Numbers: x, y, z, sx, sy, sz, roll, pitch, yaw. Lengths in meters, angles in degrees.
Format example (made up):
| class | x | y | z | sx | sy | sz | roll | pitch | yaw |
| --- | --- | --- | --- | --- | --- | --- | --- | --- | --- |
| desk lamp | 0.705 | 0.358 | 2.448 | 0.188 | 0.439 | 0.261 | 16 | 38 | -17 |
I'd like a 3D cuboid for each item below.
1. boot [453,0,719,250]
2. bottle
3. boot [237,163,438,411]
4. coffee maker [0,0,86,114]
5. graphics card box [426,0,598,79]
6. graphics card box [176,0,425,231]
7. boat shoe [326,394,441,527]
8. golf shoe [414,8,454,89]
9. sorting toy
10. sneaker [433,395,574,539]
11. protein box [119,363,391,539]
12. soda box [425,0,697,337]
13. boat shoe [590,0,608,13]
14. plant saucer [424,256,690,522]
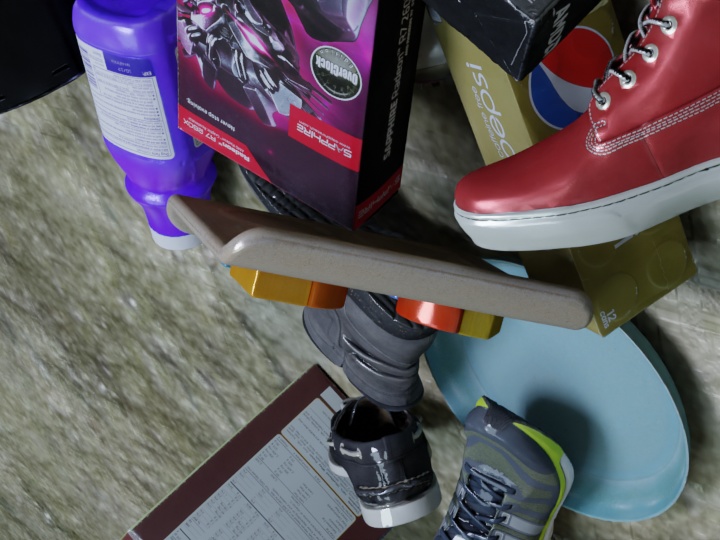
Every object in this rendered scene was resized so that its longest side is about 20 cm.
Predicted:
| class | x | y | z | sx | sy | sz | roll | pitch | yaw |
| --- | --- | --- | --- | --- | --- | --- | --- | --- | --- |
| boot | 0.119 | -0.095 | 0.628 | 0.199 | 0.072 | 0.145 | -18 | 114 | 15 |
| bottle | -0.139 | -0.103 | 1.003 | 0.083 | 0.065 | 0.200 | 23 | 140 | 30 |
| boot | -0.025 | -0.004 | 0.947 | 0.200 | 0.070 | 0.132 | 55 | 155 | 20 |
| coffee maker | -0.261 | -0.196 | 0.943 | 0.134 | 0.193 | 0.200 | -8 | 142 | 6 |
| graphics card box | 0.079 | -0.179 | 0.518 | 0.125 | 0.200 | 0.051 | 42 | 166 | 10 |
| graphics card box | -0.031 | -0.126 | 0.725 | 0.125 | 0.051 | 0.200 | 32 | 141 | 20 |
| boat shoe | 0.010 | 0.115 | 1.002 | 0.200 | 0.074 | 0.061 | -112 | 6 | -79 |
| golf shoe | -0.013 | -0.165 | 0.777 | 0.200 | 0.073 | 0.092 | 31 | 142 | 28 |
| sorting toy | 0.000 | 0.000 | 0.760 | 0.200 | 0.184 | 0.037 | -157 | 79 | -72 |
| sneaker | 0.086 | 0.159 | 0.938 | 0.074 | 0.081 | 0.200 | 29 | 146 | 29 |
| protein box | -0.087 | 0.213 | 1.144 | 0.135 | 0.200 | 0.199 | 47 | 148 | 4 |
| soda box | 0.100 | -0.071 | 0.729 | 0.064 | 0.068 | 0.200 | 32 | 149 | 59 |
| boat shoe | 0.078 | -0.179 | 0.614 | 0.073 | 0.062 | 0.200 | 69 | -178 | -51 |
| plant saucer | 0.122 | 0.070 | 0.903 | 0.200 | 0.027 | 0.201 | 32 | 145 | 26 |
